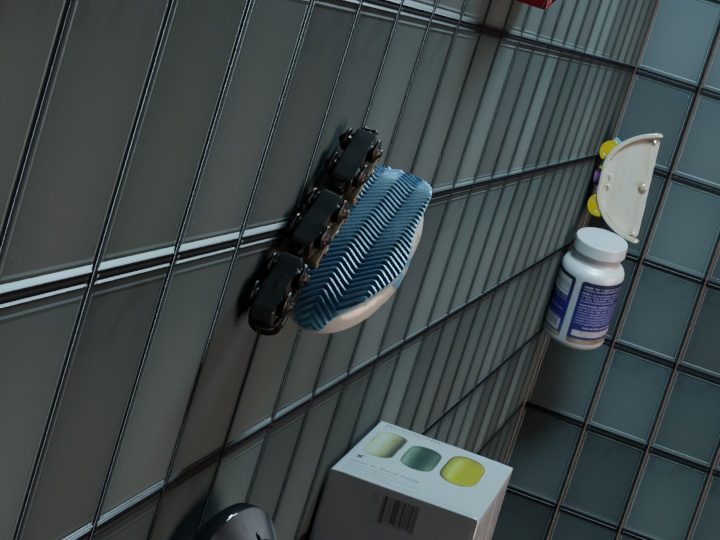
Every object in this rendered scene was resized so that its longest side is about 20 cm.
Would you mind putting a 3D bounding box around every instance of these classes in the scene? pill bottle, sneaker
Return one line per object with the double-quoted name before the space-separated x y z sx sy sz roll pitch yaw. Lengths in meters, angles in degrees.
"pill bottle" 0.406 0.031 3.299 0.116 0.115 0.200 -50 157 -61
"sneaker" 0.000 0.000 1.361 0.200 0.076 0.081 -51 160 -55

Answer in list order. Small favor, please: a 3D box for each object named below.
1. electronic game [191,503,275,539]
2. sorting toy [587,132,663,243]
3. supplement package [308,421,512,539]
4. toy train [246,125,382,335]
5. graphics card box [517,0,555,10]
"electronic game" -0.112 0.260 1.301 0.200 0.042 0.200 -54 154 -41
"sorting toy" 0.471 -0.164 3.363 0.180 0.107 0.201 -64 166 -84
"supplement package" 0.044 0.261 1.815 0.200 0.151 0.151 -30 137 -74
"toy train" -0.030 -0.029 1.271 0.046 0.034 0.200 102 13 -48
"graphics card box" 0.199 -0.339 1.821 0.200 0.051 0.126 -46 152 -64
